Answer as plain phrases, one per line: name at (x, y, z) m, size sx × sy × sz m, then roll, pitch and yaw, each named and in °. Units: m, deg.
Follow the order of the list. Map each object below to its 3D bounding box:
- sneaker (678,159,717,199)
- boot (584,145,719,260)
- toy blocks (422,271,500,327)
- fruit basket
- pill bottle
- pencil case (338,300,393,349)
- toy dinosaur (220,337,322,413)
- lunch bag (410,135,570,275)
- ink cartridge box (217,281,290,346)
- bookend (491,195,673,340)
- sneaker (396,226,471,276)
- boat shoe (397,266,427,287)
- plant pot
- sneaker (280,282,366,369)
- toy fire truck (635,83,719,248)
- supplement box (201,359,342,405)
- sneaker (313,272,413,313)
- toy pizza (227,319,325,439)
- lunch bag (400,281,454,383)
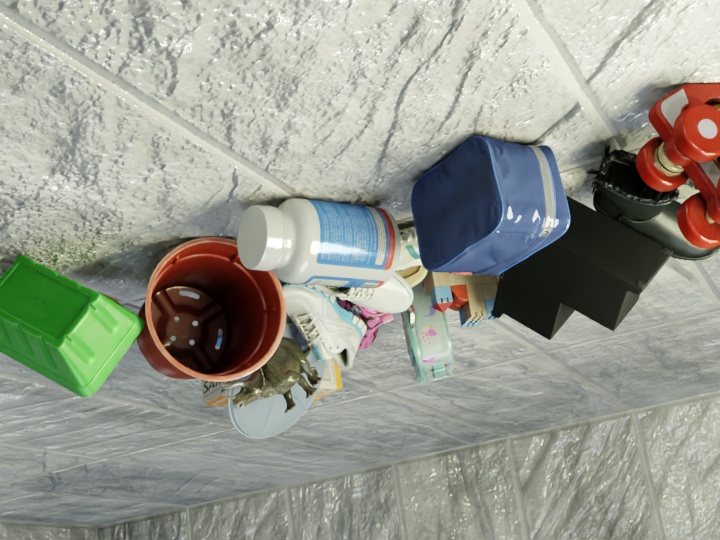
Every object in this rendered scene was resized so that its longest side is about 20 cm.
sneaker at (0.428, -0.133, 1.459) m, size 0.077 × 0.086 × 0.200 m, roll -9°, pitch 162°, yaw 2°
boot at (0.388, -0.086, 1.473) m, size 0.197 × 0.074 × 0.162 m, roll 27°, pitch 173°, yaw 13°
toy blocks at (0.175, 0.022, 1.719) m, size 0.199 × 0.138 × 0.100 m, roll -3°, pitch 161°, yaw -15°
fruit basket at (-0.393, 0.084, 1.559) m, size 0.215 × 0.156 × 0.216 m, roll 29°, pitch 158°, yaw 13°
pill bottle at (-0.056, -0.037, 1.488) m, size 0.199 × 0.113 × 0.112 m, roll 5°, pitch 157°, yaw -34°
pencil case at (0.007, 0.069, 1.847) m, size 0.090 × 0.094 × 0.200 m, roll -32°, pitch 169°, yaw -17°
toy dinosaur at (-0.109, 0.140, 1.667) m, size 0.077 × 0.102 × 0.200 m, roll -34°, pitch -168°, yaw 42°
lunch bag at (0.164, -0.073, 1.436) m, size 0.132 × 0.137 × 0.200 m, roll 4°, pitch 158°, yaw -32°
ink cartridge box at (-0.145, 0.081, 1.836) m, size 0.144 × 0.085 × 0.200 m, roll -15°, pitch 159°, yaw 20°
bookend at (0.301, 0.019, 1.567) m, size 0.092 × 0.199 × 0.199 m, roll -43°, pitch 152°, yaw -35°
sneaker at (0.092, -0.050, 1.614) m, size 0.198 × 0.071 × 0.094 m, roll 6°, pitch 133°, yaw -16°
boat shoe at (0.000, 0.000, 1.675) m, size 0.199 × 0.074 × 0.066 m, roll -9°, pitch 160°, yaw 4°
plant pot at (-0.232, 0.072, 1.633) m, size 0.200 × 0.202 × 0.195 m, roll 0°, pitch 168°, yaw -23°
sneaker at (-0.061, 0.086, 1.691) m, size 0.075 × 0.087 × 0.200 m, roll -13°, pitch 144°, yaw 36°
toy fire truck at (0.434, -0.133, 1.319) m, size 0.167 × 0.201 × 0.112 m, roll -30°, pitch 171°, yaw -23°
supplement box at (-0.148, 0.176, 1.867) m, size 0.199 × 0.074 × 0.126 m, roll 5°, pitch 157°, yaw -34°
sneaker at (-0.015, 0.019, 1.608) m, size 0.199 × 0.071 × 0.073 m, roll 23°, pitch 116°, yaw -14°
toy pizza at (-0.133, 0.166, 1.750) m, size 0.032 × 0.201 × 0.200 m, roll 25°, pitch -175°, yaw 38°
lunch bag at (0.110, 0.103, 1.893) m, size 0.077 × 0.161 × 0.200 m, roll -10°, pitch 162°, yaw 4°
